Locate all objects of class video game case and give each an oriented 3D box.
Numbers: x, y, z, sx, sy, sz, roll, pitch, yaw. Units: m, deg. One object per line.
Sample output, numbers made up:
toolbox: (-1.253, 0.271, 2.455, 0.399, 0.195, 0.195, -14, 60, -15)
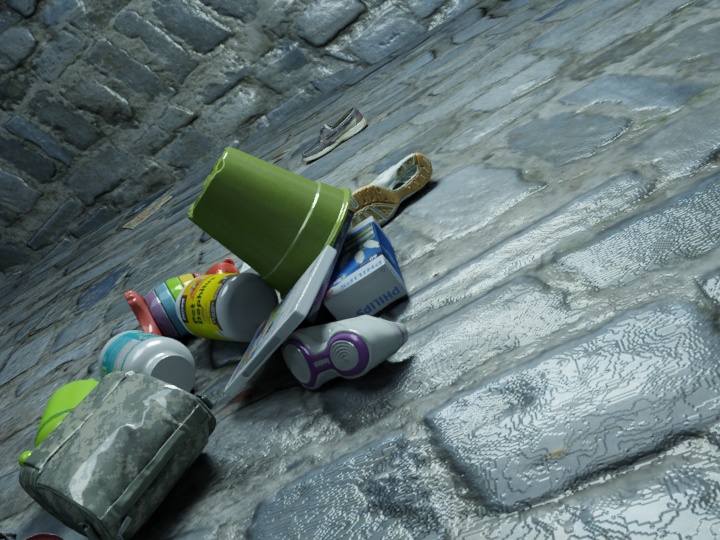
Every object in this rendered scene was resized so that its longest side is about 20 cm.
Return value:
video game case: (-0.075, 0.016, 1.028, 0.143, 0.019, 0.200, -39, 25, 51)
video game case: (-0.107, 0.069, 0.936, 0.200, 0.018, 0.143, -47, 13, 37)

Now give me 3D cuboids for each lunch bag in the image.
lunch bag: (-0.283, 0.227, 0.845, 0.168, 0.139, 0.200, -9, 33, 47)

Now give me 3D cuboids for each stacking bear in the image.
stacking bear: (-0.309, 0.052, 1.289, 0.200, 0.121, 0.114, -29, -6, -13)

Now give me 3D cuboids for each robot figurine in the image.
robot figurine: (-0.409, 0.237, 1.029, 0.175, 0.116, 0.200, -28, 21, -8)

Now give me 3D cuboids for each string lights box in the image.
string lights box: (0.000, 0.000, 1.026, 0.103, 0.059, 0.200, -33, 21, 9)

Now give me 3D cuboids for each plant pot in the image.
plant pot: (-0.146, -0.083, 1.043, 0.200, 0.190, 0.200, -53, 18, 25)

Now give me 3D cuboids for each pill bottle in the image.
pill bottle: (-0.328, 0.155, 1.094, 0.111, 0.111, 0.200, -45, 25, -26)
pill bottle: (-0.227, 0.060, 1.152, 0.200, 0.109, 0.109, -4, 37, 52)

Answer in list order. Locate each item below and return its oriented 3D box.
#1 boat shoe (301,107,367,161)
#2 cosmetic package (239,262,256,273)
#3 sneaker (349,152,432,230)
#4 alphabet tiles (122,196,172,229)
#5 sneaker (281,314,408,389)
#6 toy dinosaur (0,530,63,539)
boat shoe: (-0.079, -0.367, 1.886, 0.200, 0.065, 0.072, -31, 24, 8)
cosmetic package: (-0.123, -0.055, 1.327, 0.200, 0.052, 0.151, -27, 26, 15)
sneaker: (0.040, -0.131, 1.252, 0.200, 0.076, 0.088, -34, 6, -10)
alphabet tiles: (-0.810, -0.222, 2.673, 0.200, 0.008, 0.167, -43, 24, -21)
sneaker: (-0.022, 0.099, 0.872, 0.100, 0.075, 0.200, -20, 6, -39)
toy dinosaur: (-0.499, 0.404, 0.858, 0.200, 0.105, 0.182, -9, 51, 23)
